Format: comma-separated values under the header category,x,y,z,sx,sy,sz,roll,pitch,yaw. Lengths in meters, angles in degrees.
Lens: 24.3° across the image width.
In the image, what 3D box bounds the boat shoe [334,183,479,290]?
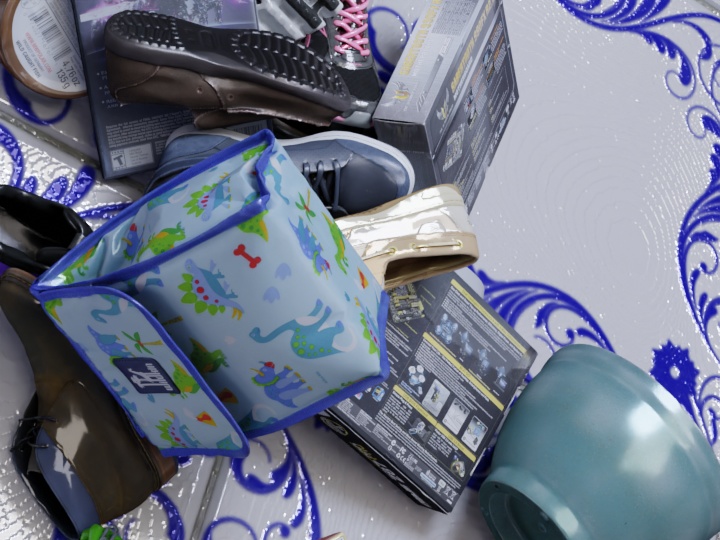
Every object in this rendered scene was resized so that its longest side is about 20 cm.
category,x,y,z,sx,sy,sz,roll,pitch,yaw
boat shoe,0.000,0.000,1.249,0.198,0.074,0.070,-23,72,-15

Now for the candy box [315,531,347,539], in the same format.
category,x,y,z,sx,sy,sz,roll,pitch,yaw
candy box,-0.017,0.304,1.243,0.055,0.115,0.202,-24,86,-36

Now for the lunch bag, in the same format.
category,x,y,z,sx,sy,sz,roll,pitch,yaw
lunch bag,-0.103,0.030,1.152,0.171,0.198,0.128,55,21,-28

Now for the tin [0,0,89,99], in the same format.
category,x,y,z,sx,sy,sz,roll,pitch,yaw
tin,-0.193,-0.213,1.304,0.199,0.042,0.113,-35,125,-9

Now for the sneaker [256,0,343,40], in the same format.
category,x,y,z,sx,sy,sz,roll,pitch,yaw
sneaker,-0.098,-0.193,1.364,0.199,0.081,0.075,-38,120,4

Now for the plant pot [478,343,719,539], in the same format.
category,x,y,z,sx,sy,sz,roll,pitch,yaw
plant pot,0.182,0.181,1.370,0.134,0.200,0.201,-36,94,-24

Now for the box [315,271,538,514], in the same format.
category,x,y,z,sx,sy,sz,roll,pitch,yaw
box,0.039,0.076,1.348,0.200,0.049,0.162,42,71,-32

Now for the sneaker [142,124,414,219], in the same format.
category,x,y,z,sx,sy,sz,roll,pitch,yaw
sneaker,-0.064,-0.050,1.249,0.200,0.078,0.146,4,25,6

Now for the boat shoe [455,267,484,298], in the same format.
category,x,y,z,sx,sy,sz,roll,pitch,yaw
boat shoe,0.021,-0.006,1.400,0.199,0.073,0.066,32,55,-17

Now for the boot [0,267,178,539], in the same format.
category,x,y,z,sx,sy,sz,roll,pitch,yaw
boot,-0.220,0.100,1.209,0.097,0.074,0.201,-44,107,-32

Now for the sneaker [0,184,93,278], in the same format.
category,x,y,z,sx,sy,sz,roll,pitch,yaw
sneaker,-0.212,0.001,1.237,0.199,0.099,0.070,32,62,-18

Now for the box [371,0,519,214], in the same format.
category,x,y,z,sx,sy,sz,roll,pitch,yaw
box,0.077,-0.140,1.431,0.159,0.048,0.201,72,33,-47

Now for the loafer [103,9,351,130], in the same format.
category,x,y,z,sx,sy,sz,roll,pitch,yaw
loafer,-0.105,-0.145,1.285,0.198,0.071,0.073,13,35,-15

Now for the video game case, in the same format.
category,x,y,z,sx,sy,sz,roll,pitch,yaw
video game case,-0.148,-0.180,1.298,0.141,0.019,0.202,-13,114,-13

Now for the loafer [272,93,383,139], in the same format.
category,x,y,z,sx,sy,sz,roll,pitch,yaw
loafer,-0.015,-0.121,1.423,0.198,0.063,0.073,-2,72,-32

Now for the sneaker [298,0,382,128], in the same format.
category,x,y,z,sx,sy,sz,roll,pitch,yaw
sneaker,-0.021,-0.204,1.390,0.078,0.096,0.201,8,42,-29

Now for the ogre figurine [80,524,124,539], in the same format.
category,x,y,z,sx,sy,sz,roll,pitch,yaw
ogre figurine,-0.146,0.290,1.187,0.120,0.097,0.201,-59,135,-46
